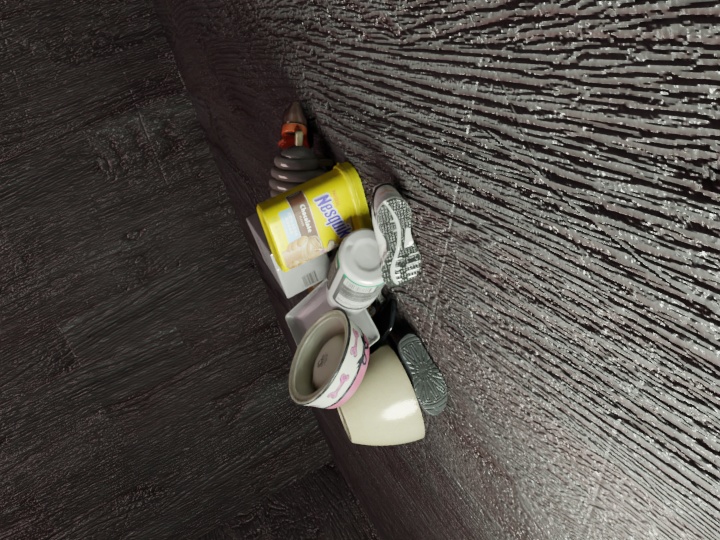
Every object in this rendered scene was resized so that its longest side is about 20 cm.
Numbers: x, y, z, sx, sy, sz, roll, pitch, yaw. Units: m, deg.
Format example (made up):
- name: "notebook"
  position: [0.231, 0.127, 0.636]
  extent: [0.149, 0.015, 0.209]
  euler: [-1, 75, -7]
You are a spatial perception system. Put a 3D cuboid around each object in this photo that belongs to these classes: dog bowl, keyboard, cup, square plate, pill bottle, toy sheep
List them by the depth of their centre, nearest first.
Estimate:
- name: "pill bottle"
  position: [-0.007, 0.010, 1.333]
  extent: [0.115, 0.111, 0.201]
  euler: [61, 157, 14]
- name: "dog bowl"
  position: [-0.059, 0.185, 1.360]
  extent: [0.073, 0.203, 0.200]
  euler: [30, -177, -28]
- name: "cup"
  position: [0.027, 0.274, 1.386]
  extent: [0.200, 0.140, 0.205]
  euler: [159, 90, -80]
- name: "toy sheep"
  position: [-0.126, -0.187, 1.405]
  extent: [0.138, 0.134, 0.206]
  euler: [-146, 55, -64]
- name: "keyboard"
  position: [0.049, 0.127, 1.454]
  extent: [0.201, 0.039, 0.106]
  euler: [123, 158, -56]
- name: "square plate"
  position: [-0.061, 0.123, 1.480]
  extent: [0.028, 0.199, 0.201]
  euler: [18, -143, -52]

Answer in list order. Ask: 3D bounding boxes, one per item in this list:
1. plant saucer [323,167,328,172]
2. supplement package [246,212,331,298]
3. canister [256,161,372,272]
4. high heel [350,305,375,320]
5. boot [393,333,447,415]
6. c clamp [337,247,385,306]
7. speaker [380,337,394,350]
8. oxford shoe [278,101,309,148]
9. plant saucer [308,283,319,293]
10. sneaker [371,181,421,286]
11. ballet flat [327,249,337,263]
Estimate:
- name: "plant saucer"
  position: [-0.084, -0.153, 1.540]
  extent: [0.203, 0.038, 0.202]
  euler: [58, 165, 25]
- name: "supplement package"
  position: [-0.160, -0.056, 1.518]
  extent: [0.200, 0.119, 0.122]
  euler: [49, 162, 53]
- name: "canister"
  position: [-0.088, -0.101, 1.311]
  extent: [0.087, 0.196, 0.151]
  euler: [44, 156, 55]
- name: "high heel"
  position: [-0.003, 0.072, 1.569]
  extent: [0.072, 0.140, 0.201]
  euler: [61, -150, -20]
- name: "boot"
  position: [0.111, 0.233, 1.409]
  extent: [0.201, 0.064, 0.168]
  euler: [112, 140, -67]
- name: "c clamp"
  position: [0.000, 0.000, 1.516]
  extent: [0.202, 0.027, 0.172]
  euler: [55, 169, 23]
- name: "speaker"
  position: [0.040, 0.201, 1.581]
  extent: [0.202, 0.087, 0.089]
  euler: [59, 165, 24]
- name: "oxford shoe"
  position: [-0.141, -0.310, 1.479]
  extent: [0.200, 0.069, 0.075]
  euler: [161, 112, -79]
- name: "plant saucer"
  position: [-0.092, 0.093, 1.712]
  extent: [0.200, 0.035, 0.205]
  euler: [158, 91, -78]
- name: "sneaker"
  position: [0.058, -0.060, 1.146]
  extent: [0.081, 0.072, 0.203]
  euler: [-110, 10, -48]
- name: "ballet flat"
  position: [-0.074, -0.019, 1.645]
  extent: [0.200, 0.070, 0.073]
  euler: [-113, 1, -76]
